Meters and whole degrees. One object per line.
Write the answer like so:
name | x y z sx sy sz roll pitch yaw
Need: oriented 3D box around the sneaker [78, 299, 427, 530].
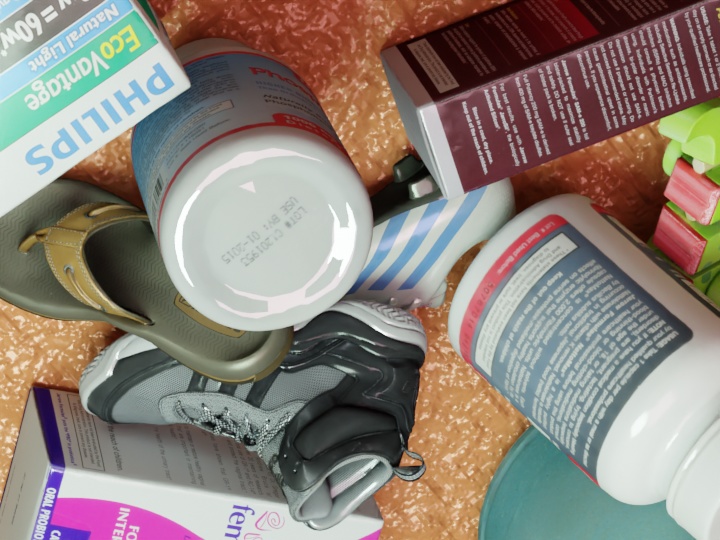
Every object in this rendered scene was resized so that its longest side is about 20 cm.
sneaker | -0.059 0.085 1.485 0.199 0.114 0.076 -8 151 7

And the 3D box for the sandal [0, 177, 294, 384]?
sandal | -0.131 0.001 1.463 0.199 0.055 0.082 27 77 16

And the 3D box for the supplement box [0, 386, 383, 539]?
supplement box | -0.100 0.147 1.551 0.199 0.103 0.102 10 112 -18

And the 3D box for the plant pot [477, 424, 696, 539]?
plant pot | 0.191 0.192 1.576 0.199 0.188 0.201 -7 119 -13

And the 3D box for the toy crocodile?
toy crocodile | 0.194 -0.020 1.539 0.062 0.067 0.201 -28 142 -30

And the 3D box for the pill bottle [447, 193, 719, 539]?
pill bottle | 0.155 0.060 1.499 0.119 0.200 0.120 -32 147 -24

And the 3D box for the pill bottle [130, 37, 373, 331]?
pill bottle | -0.064 -0.054 1.418 0.108 0.200 0.109 -5 114 -11

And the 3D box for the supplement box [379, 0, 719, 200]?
supplement box | 0.120 -0.116 1.485 0.199 0.109 0.061 -21 114 -2

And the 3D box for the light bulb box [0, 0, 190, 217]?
light bulb box | -0.226 -0.134 1.391 0.198 0.125 0.200 -35 114 3

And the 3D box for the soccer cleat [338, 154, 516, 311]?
soccer cleat | 0.000 0.000 1.527 0.199 0.070 0.087 -25 115 -2
